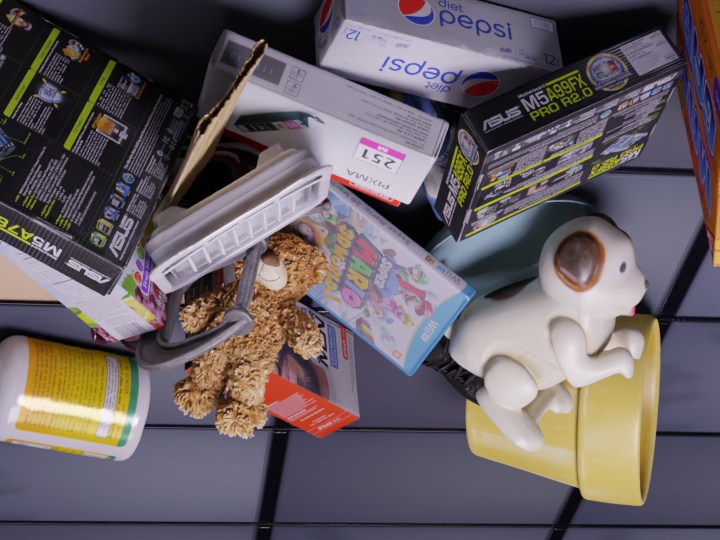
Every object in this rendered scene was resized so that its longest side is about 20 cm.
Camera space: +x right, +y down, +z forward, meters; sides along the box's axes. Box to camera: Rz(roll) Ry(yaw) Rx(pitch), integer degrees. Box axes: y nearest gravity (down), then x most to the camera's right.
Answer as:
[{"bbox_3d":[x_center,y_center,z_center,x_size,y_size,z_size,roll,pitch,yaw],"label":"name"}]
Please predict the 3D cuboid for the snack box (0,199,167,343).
[{"bbox_3d":[-0.241,-0.060,1.386,0.067,0.169,0.200,-17,143,22],"label":"snack box"}]

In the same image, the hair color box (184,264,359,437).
[{"bbox_3d":[-0.090,0.083,1.652,0.064,0.111,0.200,-31,137,32],"label":"hair color box"}]

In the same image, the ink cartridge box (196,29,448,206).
[{"bbox_3d":[-0.043,-0.110,1.361,0.199,0.044,0.174,22,154,-4],"label":"ink cartridge box"}]

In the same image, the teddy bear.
[{"bbox_3d":[-0.106,0.056,1.499,0.200,0.145,0.067,-52,146,6],"label":"teddy bear"}]

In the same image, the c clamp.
[{"bbox_3d":[-0.122,0.012,1.431,0.170,0.200,0.027,-15,122,22],"label":"c clamp"}]

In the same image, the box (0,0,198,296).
[{"bbox_3d":[-0.243,-0.103,1.257,0.192,0.201,0.048,27,136,-11],"label":"box"}]

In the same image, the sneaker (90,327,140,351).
[{"bbox_3d":[-0.187,0.018,1.547,0.200,0.116,0.076,-28,138,31],"label":"sneaker"}]

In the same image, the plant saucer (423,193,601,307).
[{"bbox_3d":[0.141,-0.023,1.565,0.199,0.028,0.200,-14,153,-7],"label":"plant saucer"}]

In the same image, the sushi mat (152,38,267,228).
[{"bbox_3d":[-0.122,-0.104,1.271,0.012,0.096,0.200,35,154,-2],"label":"sushi mat"}]

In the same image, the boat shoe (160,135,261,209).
[{"bbox_3d":[-0.135,-0.083,1.426,0.074,0.060,0.200,-49,142,13],"label":"boat shoe"}]

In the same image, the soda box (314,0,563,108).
[{"bbox_3d":[0.064,-0.186,1.328,0.199,0.064,0.068,11,143,-20],"label":"soda box"}]

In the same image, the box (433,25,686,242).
[{"bbox_3d":[0.167,-0.114,1.366,0.199,0.044,0.160,-25,160,-16],"label":"box"}]

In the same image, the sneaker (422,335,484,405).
[{"bbox_3d":[0.071,0.075,1.615,0.060,0.200,0.104,-46,173,23],"label":"sneaker"}]

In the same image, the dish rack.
[{"bbox_3d":[-0.107,-0.046,1.344,0.171,0.044,0.200,-32,175,-5],"label":"dish rack"}]

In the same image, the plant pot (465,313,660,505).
[{"bbox_3d":[0.216,0.142,1.710,0.188,0.202,0.201,3,147,15],"label":"plant pot"}]

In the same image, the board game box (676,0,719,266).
[{"bbox_3d":[0.370,-0.150,1.289,0.199,0.201,0.200,-6,145,5],"label":"board game box"}]

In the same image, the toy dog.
[{"bbox_3d":[0.189,0.036,1.528,0.200,0.194,0.139,-51,164,28],"label":"toy dog"}]

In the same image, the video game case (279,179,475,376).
[{"bbox_3d":[0.000,0.000,1.528,0.200,0.018,0.143,38,138,4],"label":"video game case"}]

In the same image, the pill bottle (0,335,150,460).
[{"bbox_3d":[-0.332,0.131,1.695,0.199,0.113,0.113,13,142,-22],"label":"pill bottle"}]

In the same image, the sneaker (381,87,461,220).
[{"bbox_3d":[0.081,-0.122,1.426,0.088,0.076,0.200,-20,151,9],"label":"sneaker"}]
